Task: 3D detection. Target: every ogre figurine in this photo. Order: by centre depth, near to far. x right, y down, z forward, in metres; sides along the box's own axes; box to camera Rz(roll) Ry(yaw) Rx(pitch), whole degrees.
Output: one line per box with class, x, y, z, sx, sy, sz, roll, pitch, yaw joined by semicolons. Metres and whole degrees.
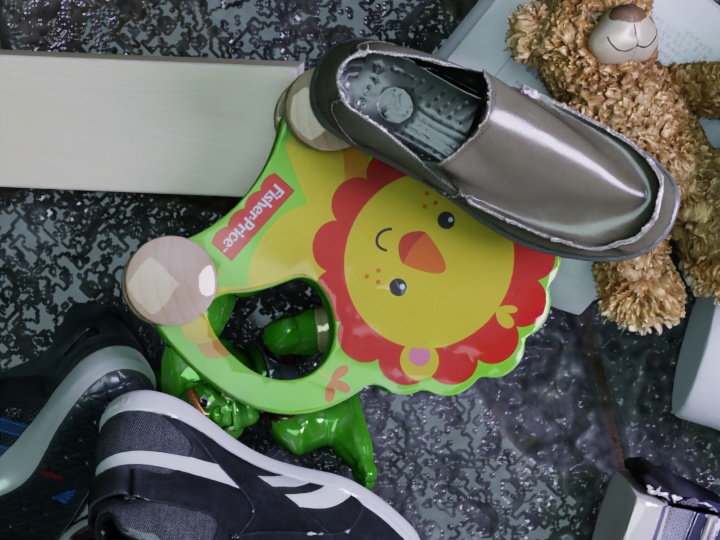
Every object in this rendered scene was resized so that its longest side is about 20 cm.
ogre figurine;-0.056;0.068;1.184;0.120;0.098;0.200;-7;123;-11

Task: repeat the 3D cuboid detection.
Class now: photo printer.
photo printer;0.120;-0.087;1.185;0.166;0.069;0.200;38;92;1

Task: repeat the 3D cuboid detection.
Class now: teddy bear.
teddy bear;0.151;-0.065;1.111;0.145;0.067;0.200;-2;88;-4

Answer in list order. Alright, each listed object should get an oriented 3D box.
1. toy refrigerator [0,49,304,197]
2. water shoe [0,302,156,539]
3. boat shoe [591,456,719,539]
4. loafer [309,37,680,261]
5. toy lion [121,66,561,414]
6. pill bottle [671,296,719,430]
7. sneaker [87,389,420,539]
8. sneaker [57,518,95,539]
toy refrigerator;-0.134;-0.085;1.193;0.200;0.070;0.076;2;98;2
water shoe;-0.192;0.103;1.204;0.200;0.079;0.071;-43;134;18
boat shoe;0.165;0.213;1.193;0.093;0.075;0.200;17;101;-12
loafer;0.065;-0.060;1.048;0.200;0.070;0.075;21;91;3
toy lion;0.000;0.000;1.120;0.192;0.069;0.200;43;82;-5
pill bottle;0.283;0.065;1.164;0.200;0.114;0.114;16;92;1
sneaker;-0.061;0.155;1.113;0.200;0.112;0.073;28;133;-18
sneaker;-0.084;0.190;1.173;0.200;0.116;0.076;7;92;1
